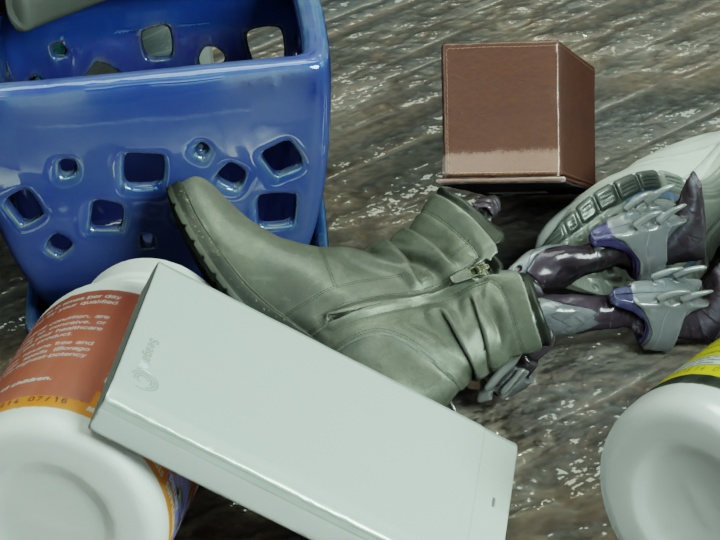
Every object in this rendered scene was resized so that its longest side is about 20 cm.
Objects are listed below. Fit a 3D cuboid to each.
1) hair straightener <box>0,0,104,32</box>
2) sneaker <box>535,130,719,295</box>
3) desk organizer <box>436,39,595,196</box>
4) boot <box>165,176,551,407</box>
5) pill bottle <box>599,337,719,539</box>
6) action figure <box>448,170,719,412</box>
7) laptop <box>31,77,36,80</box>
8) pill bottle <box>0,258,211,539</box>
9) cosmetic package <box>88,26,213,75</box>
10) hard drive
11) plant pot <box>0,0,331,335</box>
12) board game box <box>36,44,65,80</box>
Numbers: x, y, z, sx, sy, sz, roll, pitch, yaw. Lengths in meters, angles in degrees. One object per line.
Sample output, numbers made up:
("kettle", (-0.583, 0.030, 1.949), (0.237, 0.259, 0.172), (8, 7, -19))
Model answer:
("hair straightener", (-0.111, -0.170, 1.584), (0.199, 0.041, 0.077), (-16, 27, -30))
("sneaker", (0.172, -0.032, 1.627), (0.199, 0.075, 0.087), (-21, 13, -36))
("desk organizer", (0.093, -0.085, 1.631), (0.071, 0.078, 0.200), (-1, -1, 10))
("boot", (0.000, 0.000, 1.470), (0.130, 0.068, 0.200), (-38, 66, -9))
("pill bottle", (0.210, 0.070, 1.329), (0.112, 0.113, 0.200), (14, 32, 36))
("action figure", (0.092, 0.011, 1.511), (0.199, 0.070, 0.131), (-12, 56, -8))
("laptop", (-0.306, -0.103, 1.698), (0.199, 0.117, 0.187), (-2, -5, 25))
("pill bottle", (-0.125, 0.074, 1.394), (0.111, 0.113, 0.200), (0, 26, 12))
("cosmetic package", (-0.204, -0.190, 1.868), (0.198, 0.201, 0.123), (-9, 25, -5))
("hard drive", (-0.023, 0.078, 1.340), (0.199, 0.026, 0.132), (27, 28, -7))
("plant pot", (-0.111, -0.062, 1.601), (0.199, 0.181, 0.200), (-7, 25, -1))
("board game box", (-0.275, -0.115, 1.802), (0.199, 0.136, 0.028), (-5, 27, 3))
